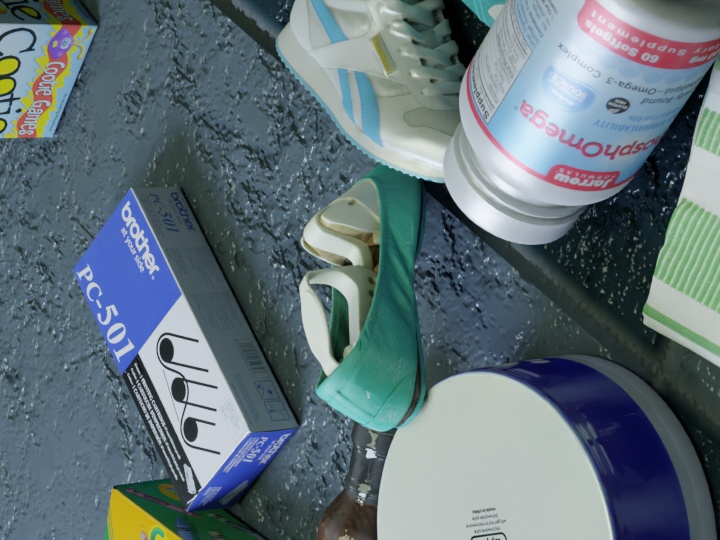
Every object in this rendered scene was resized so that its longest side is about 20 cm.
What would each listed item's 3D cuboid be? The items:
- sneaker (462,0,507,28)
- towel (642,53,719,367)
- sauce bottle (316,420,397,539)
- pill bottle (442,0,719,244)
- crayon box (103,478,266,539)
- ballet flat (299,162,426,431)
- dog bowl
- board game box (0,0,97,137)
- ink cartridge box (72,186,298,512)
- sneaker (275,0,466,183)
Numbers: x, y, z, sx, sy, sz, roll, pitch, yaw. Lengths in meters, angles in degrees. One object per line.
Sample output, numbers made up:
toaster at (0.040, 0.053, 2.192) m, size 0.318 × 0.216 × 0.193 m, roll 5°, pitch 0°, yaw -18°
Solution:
sneaker at (0.047, -0.188, 1.491) m, size 0.200 × 0.079 × 0.078 m, roll 43°, pitch 125°, yaw 39°
towel at (0.223, -0.035, 1.337) m, size 0.152 × 0.023 × 0.201 m, roll 33°, pitch 117°, yaw 44°
sauce bottle at (0.000, 0.185, 1.596) m, size 0.065 × 0.064 × 0.201 m, roll 30°, pitch 117°, yaw 45°
pill bottle at (0.118, -0.106, 1.381) m, size 0.109 × 0.108 × 0.200 m, roll 61°, pitch 144°, yaw 26°
crayon box at (-0.095, 0.231, 1.721) m, size 0.200 × 0.058 × 0.119 m, roll 29°, pitch 116°, yaw 46°
ballet flat at (0.000, 0.000, 1.513) m, size 0.067 × 0.070 × 0.201 m, roll -45°, pitch 33°, yaw 40°
dog bowl at (0.100, 0.150, 1.459) m, size 0.200 × 0.079 × 0.201 m, roll 7°, pitch 99°, yaw 51°
board game box at (-0.303, -0.161, 1.825) m, size 0.103 × 0.199 × 0.105 m, roll 51°, pitch 129°, yaw 34°
ink cartridge box at (-0.118, 0.051, 1.743) m, size 0.094 × 0.044 × 0.201 m, roll -50°, pitch 56°, yaw 39°
sneaker at (0.024, -0.118, 1.530) m, size 0.200 × 0.076 × 0.081 m, roll 44°, pitch 124°, yaw 37°
